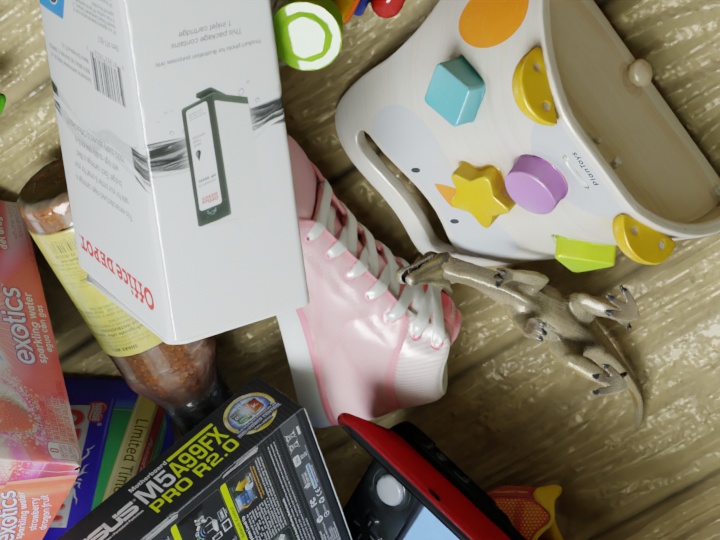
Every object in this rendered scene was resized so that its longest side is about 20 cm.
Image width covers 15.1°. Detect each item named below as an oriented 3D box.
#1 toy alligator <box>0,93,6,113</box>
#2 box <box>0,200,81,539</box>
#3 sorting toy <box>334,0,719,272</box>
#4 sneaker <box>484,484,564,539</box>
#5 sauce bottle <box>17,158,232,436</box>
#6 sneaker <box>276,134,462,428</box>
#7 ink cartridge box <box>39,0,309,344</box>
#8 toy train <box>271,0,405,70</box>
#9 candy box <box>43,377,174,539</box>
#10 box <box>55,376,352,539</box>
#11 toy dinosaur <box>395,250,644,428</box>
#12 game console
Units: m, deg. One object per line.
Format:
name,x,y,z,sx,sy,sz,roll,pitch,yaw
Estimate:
toy alligator,-0.284,-0.072,1.552,0.199,0.059,0.055,-28,73,28
box,-0.231,0.060,1.524,0.094,0.201,0.103,8,135,-29
sorting toy,0.078,-0.062,1.470,0.179,0.107,0.200,-16,121,44
sneaker,0.117,0.220,1.651,0.077,0.073,0.201,-7,122,20
sauce bottle,-0.125,0.025,1.565,0.066,0.066,0.201,-16,118,21
sneaker,0.000,0.000,1.527,0.104,0.076,0.201,-6,126,14
ink cartridge box,-0.101,-0.082,1.415,0.084,0.146,0.201,-16,113,-21
toy train,-0.021,-0.139,1.408,0.084,0.116,0.201,25,125,-5
candy box,-0.223,0.141,1.610,0.199,0.170,0.077,4,128,8
box,-0.078,0.183,1.554,0.044,0.160,0.201,32,151,41
toy dinosaur,0.117,0.031,1.518,0.199,0.101,0.058,31,86,-28
game console,0.051,0.188,1.549,0.200,0.118,0.173,43,125,19
